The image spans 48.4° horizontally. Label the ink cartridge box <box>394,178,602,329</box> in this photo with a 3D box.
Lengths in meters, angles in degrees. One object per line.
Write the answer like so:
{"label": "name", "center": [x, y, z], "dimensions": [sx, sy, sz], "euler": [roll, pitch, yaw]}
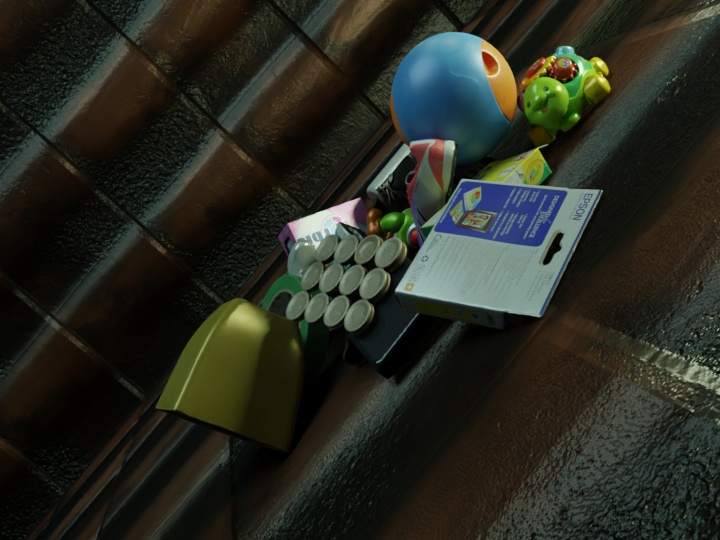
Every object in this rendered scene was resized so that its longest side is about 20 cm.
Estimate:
{"label": "ink cartridge box", "center": [0.168, -0.023, 0.963], "dimensions": [0.197, 0.047, 0.199], "euler": [11, 55, 36]}

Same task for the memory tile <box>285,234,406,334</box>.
{"label": "memory tile", "center": [-0.024, 0.016, 1.171], "dimensions": [0.198, 0.017, 0.155], "euler": [6, 65, 52]}

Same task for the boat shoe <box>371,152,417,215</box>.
{"label": "boat shoe", "center": [0.070, -0.138, 1.484], "dimensions": [0.072, 0.075, 0.201], "euler": [-21, -27, -28]}

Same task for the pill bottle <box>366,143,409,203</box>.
{"label": "pill bottle", "center": [0.114, -0.202, 1.643], "dimensions": [0.201, 0.114, 0.114], "euler": [-50, 12, -9]}

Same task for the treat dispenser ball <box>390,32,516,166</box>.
{"label": "treat dispenser ball", "center": [0.144, -0.265, 1.247], "dimensions": [0.201, 0.200, 0.201], "euler": [-45, 12, 12]}

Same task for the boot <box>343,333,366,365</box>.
{"label": "boot", "center": [0.000, 0.084, 1.280], "dimensions": [0.201, 0.069, 0.148], "euler": [107, 175, -56]}

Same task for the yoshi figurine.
{"label": "yoshi figurine", "center": [0.110, -0.100, 1.350], "dimensions": [0.197, 0.114, 0.112], "euler": [-16, 7, 37]}

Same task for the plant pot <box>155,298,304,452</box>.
{"label": "plant pot", "center": [-0.196, 0.161, 1.297], "dimensions": [0.194, 0.193, 0.204], "euler": [-20, 50, 66]}

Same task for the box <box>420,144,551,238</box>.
{"label": "box", "center": [0.188, -0.109, 1.155], "dimensions": [0.200, 0.049, 0.117], "euler": [-44, 16, -25]}

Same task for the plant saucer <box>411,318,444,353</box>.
{"label": "plant saucer", "center": [0.110, 0.015, 1.169], "dimensions": [0.200, 0.037, 0.200], "euler": [-47, 11, 9]}

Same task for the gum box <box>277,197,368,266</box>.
{"label": "gum box", "center": [-0.062, -0.059, 1.623], "dimensions": [0.198, 0.115, 0.066], "euler": [-22, -12, -31]}

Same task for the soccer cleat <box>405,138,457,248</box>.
{"label": "soccer cleat", "center": [0.100, -0.113, 1.222], "dimensions": [0.069, 0.072, 0.202], "euler": [-77, -5, -46]}

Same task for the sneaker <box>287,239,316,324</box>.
{"label": "sneaker", "center": [-0.092, 0.044, 1.505], "dimensions": [0.069, 0.205, 0.080], "euler": [-7, 6, -19]}

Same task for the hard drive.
{"label": "hard drive", "center": [0.031, 0.043, 1.125], "dimensions": [0.140, 0.033, 0.200], "euler": [-51, 35, 4]}

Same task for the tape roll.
{"label": "tape roll", "center": [-0.123, 0.111, 1.427], "dimensions": [0.199, 0.047, 0.205], "euler": [-21, 65, 53]}

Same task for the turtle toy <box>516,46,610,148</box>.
{"label": "turtle toy", "center": [0.297, -0.270, 1.223], "dimensions": [0.145, 0.101, 0.201], "euler": [-41, 14, 32]}

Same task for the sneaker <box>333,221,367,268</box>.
{"label": "sneaker", "center": [0.000, 0.000, 1.430], "dimensions": [0.091, 0.077, 0.201], "euler": [-59, 38, 19]}

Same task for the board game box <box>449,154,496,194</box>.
{"label": "board game box", "center": [0.163, -0.181, 1.327], "dimensions": [0.103, 0.024, 0.201], "euler": [-12, 32, -11]}
